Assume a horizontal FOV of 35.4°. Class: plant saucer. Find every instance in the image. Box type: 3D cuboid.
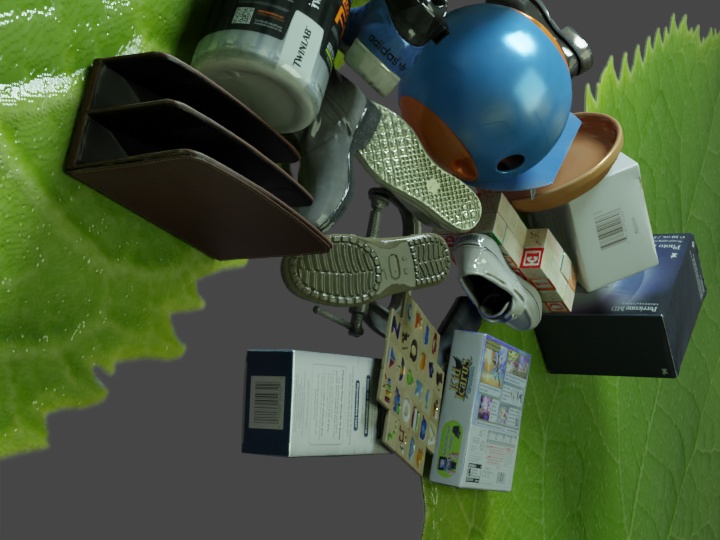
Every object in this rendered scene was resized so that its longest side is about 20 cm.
[{"bbox_3d":[0.244,-0.135,1.449,0.038,0.199,0.201,61,41,-26],"label":"plant saucer"}]

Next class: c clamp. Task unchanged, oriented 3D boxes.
[{"bbox_3d":[0.022,-0.011,1.255,0.171,0.027,0.202,41,55,-49],"label":"c clamp"}]

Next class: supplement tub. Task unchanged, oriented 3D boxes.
[{"bbox_3d":[-0.073,-0.237,1.027,0.122,0.122,0.201,44,53,-48],"label":"supplement tub"}]

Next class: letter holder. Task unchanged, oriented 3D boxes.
[{"bbox_3d":[-0.115,-0.091,0.934,0.200,0.141,0.101,34,61,-52],"label":"letter holder"}]

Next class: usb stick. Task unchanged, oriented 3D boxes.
[{"bbox_3d":[0.098,0.107,1.364,0.200,0.032,0.056,-54,133,-43],"label":"usb stick"}]

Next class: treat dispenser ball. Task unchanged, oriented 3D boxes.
[{"bbox_3d":[0.142,-0.202,1.291,0.200,0.199,0.203,4,85,-57],"label":"treat dispenser ball"}]

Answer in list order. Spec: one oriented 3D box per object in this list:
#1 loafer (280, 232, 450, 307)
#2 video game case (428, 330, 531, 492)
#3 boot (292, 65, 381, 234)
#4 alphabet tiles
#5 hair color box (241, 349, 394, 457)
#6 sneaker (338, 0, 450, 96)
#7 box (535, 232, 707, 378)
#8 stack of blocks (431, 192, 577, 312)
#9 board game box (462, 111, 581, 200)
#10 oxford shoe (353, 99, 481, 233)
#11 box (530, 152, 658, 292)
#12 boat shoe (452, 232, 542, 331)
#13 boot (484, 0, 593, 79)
[{"bbox_3d":[0.000,0.000,1.162,0.199,0.067,0.077,-2,85,-32],"label":"loafer"},{"bbox_3d":[0.153,0.179,1.402,0.200,0.045,0.183,26,73,-63],"label":"video game case"},{"bbox_3d":[-0.059,-0.135,1.110,0.132,0.069,0.201,47,44,-35],"label":"boot"},{"bbox_3d":[0.057,0.125,1.226,0.200,0.006,0.168,51,43,-58],"label":"alphabet tiles"},{"bbox_3d":[-0.035,0.134,1.126,0.199,0.060,0.101,13,78,-57],"label":"hair color box"},{"bbox_3d":[0.030,-0.237,1.072,0.077,0.111,0.200,40,10,-15],"label":"sneaker"},{"bbox_3d":[0.385,0.048,1.666,0.199,0.199,0.124,-56,134,-43],"label":"box"},{"bbox_3d":[0.187,-0.019,1.436,0.200,0.114,0.059,47,51,-46],"label":"stack of blocks"},{"bbox_3d":[0.182,-0.147,1.409,0.200,0.157,0.039,-58,152,-42],"label":"board game box"},{"bbox_3d":[0.049,-0.110,1.248,0.200,0.058,0.075,39,76,-19],"label":"oxford shoe"},{"bbox_3d":[0.305,-0.090,1.539,0.200,0.106,0.153,-119,-171,-64],"label":"box"},{"bbox_3d":[0.171,0.032,1.396,0.200,0.071,0.066,52,38,-48],"label":"boat shoe"},{"bbox_3d":[0.183,-0.273,1.452,0.174,0.200,0.069,-35,148,-18],"label":"boot"}]
